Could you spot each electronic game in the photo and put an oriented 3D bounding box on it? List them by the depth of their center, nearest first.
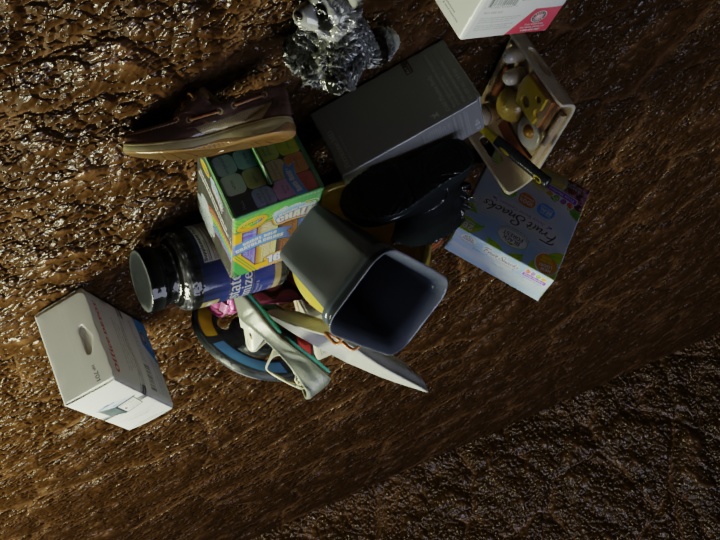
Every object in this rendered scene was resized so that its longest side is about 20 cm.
[{"bbox_3d":[-0.162,0.097,1.634,0.199,0.200,0.042,-3,130,-46],"label":"electronic game"}]

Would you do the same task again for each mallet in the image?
[{"bbox_3d":[0.177,-0.185,1.434,0.041,0.199,0.066,-39,156,-28],"label":"mallet"}]

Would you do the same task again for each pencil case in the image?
[{"bbox_3d":[-0.146,0.023,1.628,0.198,0.094,0.091,-8,151,-39],"label":"pencil case"}]

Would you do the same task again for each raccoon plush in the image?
[{"bbox_3d":[-0.012,-0.286,1.179,0.200,0.096,0.135,-48,165,-50],"label":"raccoon plush"}]

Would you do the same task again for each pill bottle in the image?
[{"bbox_3d":[-0.205,-0.010,1.460,0.198,0.113,0.112,-17,156,-27],"label":"pill bottle"}]

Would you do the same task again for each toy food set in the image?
[{"bbox_3d":[0.201,-0.216,1.447,0.060,0.144,0.201,-21,158,-24],"label":"toy food set"}]

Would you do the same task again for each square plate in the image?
[{"bbox_3d":[-0.020,0.111,1.584,0.199,0.197,0.029,34,78,-38],"label":"square plate"}]

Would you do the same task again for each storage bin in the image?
[{"bbox_3d":[-0.008,0.012,1.343,0.146,0.134,0.199,-53,149,7],"label":"storage bin"}]

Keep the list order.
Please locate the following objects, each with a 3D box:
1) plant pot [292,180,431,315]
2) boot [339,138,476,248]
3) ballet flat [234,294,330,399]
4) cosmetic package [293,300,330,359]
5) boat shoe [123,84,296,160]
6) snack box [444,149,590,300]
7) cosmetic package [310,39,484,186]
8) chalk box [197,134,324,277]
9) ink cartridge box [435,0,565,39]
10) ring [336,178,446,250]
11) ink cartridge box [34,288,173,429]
[{"bbox_3d":[0.000,0.000,1.554,0.199,0.202,0.189,-23,155,-11],"label":"plant pot"},{"bbox_3d":[0.062,-0.082,1.398,0.197,0.074,0.163,-27,158,-15],"label":"boot"},{"bbox_3d":[-0.126,0.107,1.540,0.064,0.200,0.067,-45,-168,-3],"label":"ballet flat"},{"bbox_3d":[-0.055,0.065,1.833,0.102,0.088,0.201,-25,157,-10],"label":"cosmetic package"},{"bbox_3d":[-0.173,-0.170,1.216,0.197,0.073,0.072,-9,177,8],"label":"boat shoe"},{"bbox_3d":[0.243,-0.079,1.653,0.201,0.167,0.068,-61,179,-35],"label":"snack box"},{"bbox_3d":[0.048,-0.191,1.377,0.198,0.108,0.090,-30,157,-1],"label":"cosmetic package"},{"bbox_3d":[-0.126,-0.104,1.334,0.123,0.126,0.201,-20,158,-18],"label":"chalk box"},{"bbox_3d":[0.188,-0.362,1.197,0.144,0.084,0.200,-13,153,-34],"label":"ink cartridge box"},{"bbox_3d":[0.043,-0.087,1.599,0.198,0.019,0.202,2,136,2],"label":"ring"},{"bbox_3d":[-0.361,0.130,1.535,0.085,0.148,0.200,-28,158,6],"label":"ink cartridge box"}]
